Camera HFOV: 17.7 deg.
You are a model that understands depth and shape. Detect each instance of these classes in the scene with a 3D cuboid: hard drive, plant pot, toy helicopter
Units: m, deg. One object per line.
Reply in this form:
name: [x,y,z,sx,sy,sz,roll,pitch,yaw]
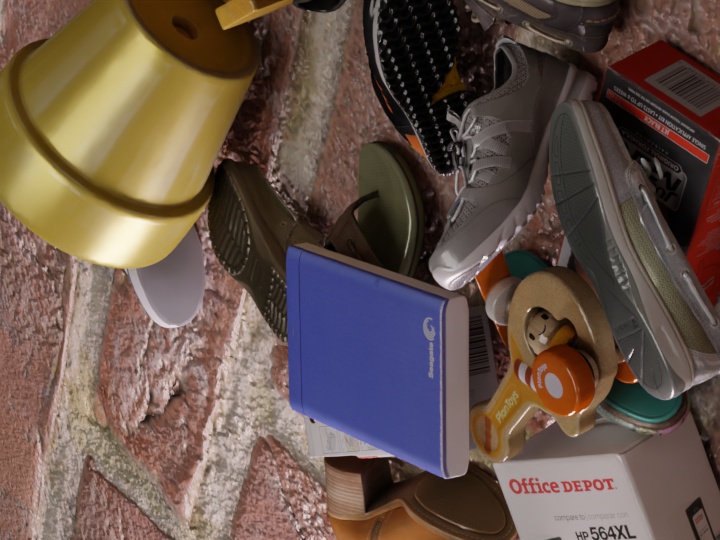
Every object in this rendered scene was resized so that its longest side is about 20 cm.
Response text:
hard drive: [0.010,0.063,1.714,0.200,0.025,0.133,19,114,53]
plant pot: [-0.183,-0.136,1.859,0.201,0.200,0.189,51,124,16]
toy helicopter: [0.114,0.066,1.612,0.133,0.079,0.200,54,146,19]

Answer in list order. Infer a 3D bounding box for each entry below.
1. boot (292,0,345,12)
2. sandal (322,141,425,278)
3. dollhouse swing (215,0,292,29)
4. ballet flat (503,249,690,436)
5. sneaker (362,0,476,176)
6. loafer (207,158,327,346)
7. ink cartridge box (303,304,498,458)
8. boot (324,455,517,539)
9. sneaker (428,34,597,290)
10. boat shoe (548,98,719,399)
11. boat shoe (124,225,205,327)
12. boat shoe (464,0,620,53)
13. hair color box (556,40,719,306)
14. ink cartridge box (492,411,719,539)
boot: [0.005,-0.270,1.601,0.200,0.067,0.131,127,148,-57]
sandal: [0.000,0.001,1.777,0.080,0.057,0.202,15,95,56]
dollhouse swing: [-0.126,-0.277,1.735,0.175,0.181,0.201,-19,96,42]
ballet flat: [0.164,0.062,1.665,0.200,0.069,0.071,41,156,33]
sneaker: [0.028,-0.154,1.647,0.090,0.070,0.200,40,164,39]
loafer: [-0.065,-0.015,1.882,0.200,0.068,0.076,60,141,37]
ink cartridge box: [0.027,0.091,1.833,0.200,0.050,0.110,-9,89,53]
boot: [0.055,0.233,1.885,0.199,0.077,0.156,12,128,35]
sneaker: [0.084,-0.072,1.555,0.082,0.201,0.075,33,146,-6]
boat shoe: [0.180,-0.019,1.499,0.203,0.064,0.074,67,161,3]
boat shoe: [-0.193,-0.045,2.027,0.065,0.073,0.201,-17,87,56]
boat shoe: [0.092,-0.199,1.581,0.200,0.074,0.074,30,132,38]
hair color box: [0.199,-0.041,1.555,0.101,0.061,0.201,37,137,30]
ink cartridge box: [0.198,0.209,1.685,0.146,0.084,0.201,-11,103,53]
